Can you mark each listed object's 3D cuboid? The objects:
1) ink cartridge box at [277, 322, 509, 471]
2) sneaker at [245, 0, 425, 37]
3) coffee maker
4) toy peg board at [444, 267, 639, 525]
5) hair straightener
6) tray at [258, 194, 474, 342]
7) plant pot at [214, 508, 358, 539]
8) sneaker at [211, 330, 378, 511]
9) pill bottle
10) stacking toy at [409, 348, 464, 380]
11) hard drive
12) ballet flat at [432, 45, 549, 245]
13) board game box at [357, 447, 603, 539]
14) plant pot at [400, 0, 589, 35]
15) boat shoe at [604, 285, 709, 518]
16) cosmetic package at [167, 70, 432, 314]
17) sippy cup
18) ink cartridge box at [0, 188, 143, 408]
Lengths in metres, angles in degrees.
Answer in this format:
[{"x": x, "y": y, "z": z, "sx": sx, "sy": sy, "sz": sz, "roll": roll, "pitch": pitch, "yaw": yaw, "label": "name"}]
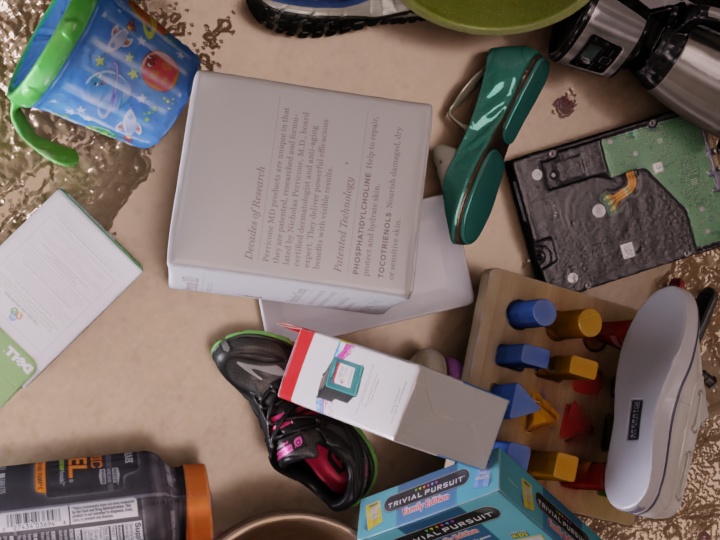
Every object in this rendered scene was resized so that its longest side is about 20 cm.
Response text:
[{"x": 0.014, "y": 0.105, "z": 1.256, "sx": 0.116, "sy": 0.200, "sz": 0.067, "roll": 23, "pitch": 84, "yaw": -39, "label": "ink cartridge box"}, {"x": -0.009, "y": -0.265, "z": 1.314, "sx": 0.200, "sy": 0.079, "sz": 0.089, "roll": -11, "pitch": 88, "yaw": -18, "label": "sneaker"}, {"x": 0.287, "y": -0.228, "z": 1.343, "sx": 0.200, "sy": 0.192, "sz": 0.135, "roll": 27, "pitch": 125, "yaw": -7, "label": "coffee maker"}, {"x": 0.199, "y": 0.114, "z": 1.302, "sx": 0.199, "sy": 0.098, "sz": 0.200, "roll": 16, "pitch": 78, "yaw": -23, "label": "toy peg board"}, {"x": 0.313, "y": 0.112, "z": 1.406, "sx": 0.077, "sy": 0.041, "sz": 0.200, "roll": 13, "pitch": 91, "yaw": -11, "label": "hair straightener"}, {"x": 0.000, "y": 0.000, "z": 1.352, "sx": 0.200, "sy": 0.022, "sz": 0.108, "roll": -13, "pitch": 96, "yaw": -10, "label": "tray"}, {"x": -0.068, "y": 0.310, "z": 1.322, "sx": 0.200, "sy": 0.093, "sz": 0.201, "roll": -1, "pitch": 94, "yaw": -10, "label": "plant pot"}, {"x": -0.057, "y": 0.134, "z": 1.311, "sx": 0.077, "sy": 0.084, "sz": 0.200, "roll": -39, "pitch": 99, "yaw": 22, "label": "sneaker"}, {"x": -0.231, "y": 0.216, "z": 1.279, "sx": 0.200, "sy": 0.106, "sz": 0.106, "roll": -5, "pitch": 94, "yaw": -11, "label": "pill bottle"}, {"x": 0.136, "y": 0.139, "z": 1.362, "sx": 0.200, "sy": 0.085, "sz": 0.086, "roll": 18, "pitch": 90, "yaw": -17, "label": "stacking toy"}, {"x": 0.250, "y": -0.066, "z": 1.386, "sx": 0.200, "sy": 0.038, "sz": 0.140, "roll": -18, "pitch": 97, "yaw": -8, "label": "hard drive"}, {"x": 0.108, "y": -0.119, "z": 1.343, "sx": 0.070, "sy": 0.067, "sz": 0.200, "roll": 20, "pitch": 80, "yaw": 26, "label": "ballet flat"}, {"x": 0.118, "y": 0.248, "z": 1.299, "sx": 0.151, "sy": 0.047, "sz": 0.200, "roll": -25, "pitch": 129, "yaw": 29, "label": "board game box"}, {"x": 0.119, "y": -0.343, "z": 1.260, "sx": 0.200, "sy": 0.200, "sz": 0.190, "roll": 12, "pitch": 56, "yaw": -11, "label": "plant pot"}, {"x": 0.266, "y": 0.116, "z": 1.252, "sx": 0.070, "sy": 0.071, "sz": 0.200, "roll": 22, "pitch": 72, "yaw": -34, "label": "boat shoe"}, {"x": -0.057, "y": -0.060, "z": 1.246, "sx": 0.200, "sy": 0.167, "sz": 0.167, "roll": 8, "pitch": 82, "yaw": -6, "label": "cosmetic package"}, {"x": -0.215, "y": -0.175, "z": 1.253, "sx": 0.130, "sy": 0.178, "sz": 0.140, "roll": 30, "pitch": 58, "yaw": -22, "label": "sippy cup"}, {"x": -0.298, "y": 0.033, "z": 1.279, "sx": 0.200, "sy": 0.059, "sz": 0.104, "roll": -45, "pitch": 99, "yaw": -5, "label": "ink cartridge box"}]
